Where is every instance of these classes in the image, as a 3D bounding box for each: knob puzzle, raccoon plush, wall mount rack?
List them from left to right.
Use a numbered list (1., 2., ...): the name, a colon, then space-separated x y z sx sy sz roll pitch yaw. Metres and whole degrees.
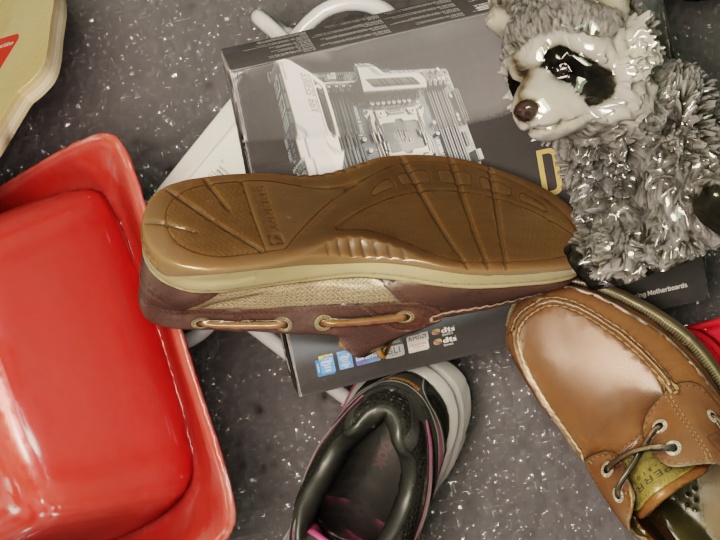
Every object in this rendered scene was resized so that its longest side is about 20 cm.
1. knob puzzle: -0.204 -0.072 1.173 0.220 0.220 0.030 -41 120 6
2. wall mount rack: -0.020 -0.025 1.170 0.174 0.075 0.200 42 96 13
3. raccoon plush: 0.126 -0.073 1.057 0.097 0.200 0.134 -22 90 27

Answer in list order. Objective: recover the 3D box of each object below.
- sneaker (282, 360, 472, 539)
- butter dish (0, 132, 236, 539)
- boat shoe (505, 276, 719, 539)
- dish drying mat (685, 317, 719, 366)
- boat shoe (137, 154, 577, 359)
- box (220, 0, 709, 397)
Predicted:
1. sneaker: -0.012 0.135 1.140 0.080 0.086 0.201 15 103 13
2. butter dish: -0.177 0.060 1.121 0.200 0.148 0.200 -25 80 50
3. boat shoe: 0.138 0.082 1.074 0.200 0.068 0.072 44 113 5
4. dish drying mat: 0.164 0.125 1.138 0.077 0.018 0.201 -15 85 39
5. boat shoe: 0.000 0.000 1.068 0.199 0.072 0.072 -4 48 -17
6. box: 0.049 -0.044 1.115 0.199 0.050 0.158 -13 109 -5
